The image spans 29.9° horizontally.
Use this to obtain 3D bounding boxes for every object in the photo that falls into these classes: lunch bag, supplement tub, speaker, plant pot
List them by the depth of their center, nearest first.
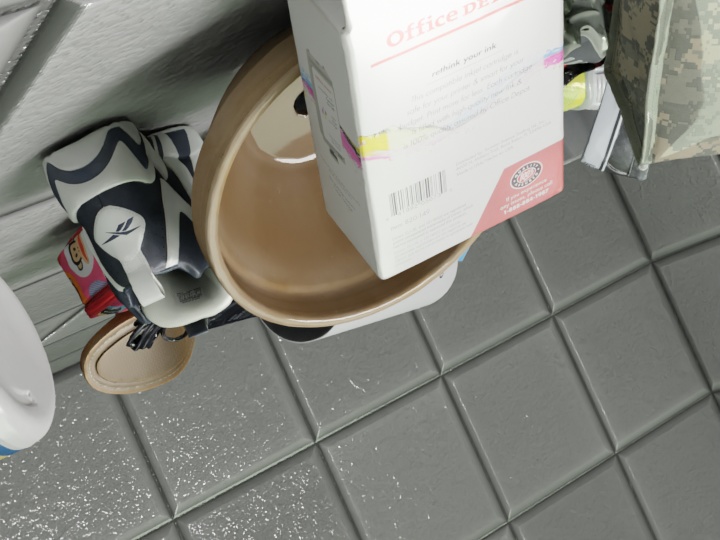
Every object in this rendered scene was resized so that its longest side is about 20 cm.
[{"bbox_3d":[-0.012,-0.075,0.763,0.199,0.093,0.203,-19,136,-19],"label":"plant pot"},{"bbox_3d":[0.245,-0.178,0.839,0.162,0.119,0.201,-7,138,-2],"label":"lunch bag"},{"bbox_3d":[-0.334,0.093,0.956,0.198,0.146,0.145,-26,179,6],"label":"supplement tub"},{"bbox_3d":[0.000,0.000,1.001,0.081,0.082,0.199,-26,175,27],"label":"speaker"},{"bbox_3d":[-0.129,-0.044,1.078,0.199,0.083,0.176,-27,176,-41],"label":"lunch bag"}]

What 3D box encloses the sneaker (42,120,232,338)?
[{"bbox_3d":[-0.123,-0.020,0.855,0.079,0.131,0.199,-24,179,2],"label":"sneaker"}]

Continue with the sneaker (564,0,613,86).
[{"bbox_3d":[0.136,-0.168,1.124,0.198,0.080,0.095,-25,-179,-28],"label":"sneaker"}]

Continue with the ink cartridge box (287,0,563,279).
[{"bbox_3d":[0.033,-0.105,0.647,0.115,0.068,0.201,-25,139,-15],"label":"ink cartridge box"}]

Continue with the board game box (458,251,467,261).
[{"bbox_3d":[0.047,-0.080,1.075,0.133,0.035,0.201,5,147,-14],"label":"board game box"}]

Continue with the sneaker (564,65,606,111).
[{"bbox_3d":[0.154,-0.177,1.271,0.089,0.079,0.200,-8,-179,-18],"label":"sneaker"}]

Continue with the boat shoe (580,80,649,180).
[{"bbox_3d":[0.235,-0.165,1.065,0.067,0.202,0.074,18,-157,7],"label":"boat shoe"}]

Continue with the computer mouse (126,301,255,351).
[{"bbox_3d":[-0.085,0.002,1.064,0.198,0.053,0.138,-13,164,-42],"label":"computer mouse"}]

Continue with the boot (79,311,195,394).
[{"bbox_3d":[-0.204,0.025,1.196,0.154,0.077,0.200,19,-134,37],"label":"boot"}]

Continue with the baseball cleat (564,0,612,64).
[{"bbox_3d":[0.131,-0.185,1.019,0.105,0.071,0.200,-8,-176,24],"label":"baseball cleat"}]

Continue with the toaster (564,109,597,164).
[{"bbox_3d":[0.265,-0.201,1.365,0.199,0.120,0.180,-24,177,-36],"label":"toaster"}]

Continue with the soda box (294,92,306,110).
[{"bbox_3d":[0.008,-0.103,0.938,0.198,0.071,0.064,-26,-141,25],"label":"soda box"}]
